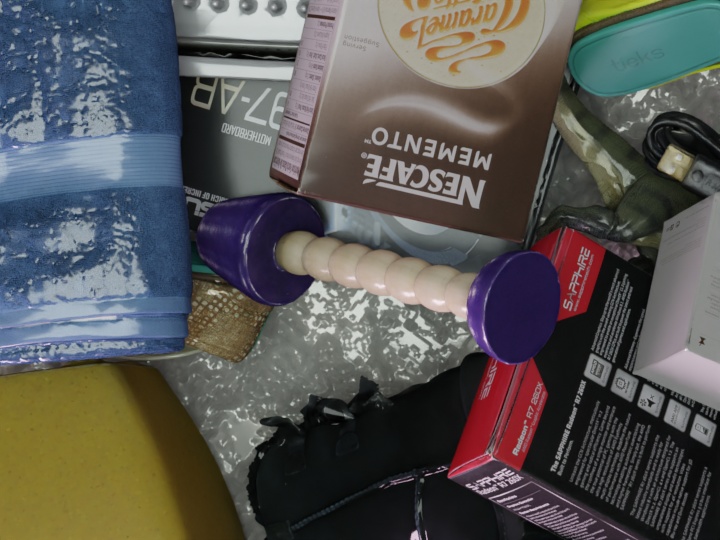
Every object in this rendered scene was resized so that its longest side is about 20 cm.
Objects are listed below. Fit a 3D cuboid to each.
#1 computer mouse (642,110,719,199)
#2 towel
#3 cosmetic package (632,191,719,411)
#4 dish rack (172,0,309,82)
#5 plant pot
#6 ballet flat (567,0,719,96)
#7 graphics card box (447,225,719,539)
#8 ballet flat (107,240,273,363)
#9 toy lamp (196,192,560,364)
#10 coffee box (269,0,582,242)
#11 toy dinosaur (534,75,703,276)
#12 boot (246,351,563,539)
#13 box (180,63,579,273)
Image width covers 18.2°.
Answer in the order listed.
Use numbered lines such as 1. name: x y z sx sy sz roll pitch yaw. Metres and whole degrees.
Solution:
1. computer mouse: 0.218 -0.104 1.093 0.110 0.044 0.200 23 68 12
2. towel: -0.138 -0.057 1.051 0.112 0.049 0.200 -5 84 5
3. cosmetic package: 0.227 0.044 1.046 0.200 0.051 0.083 24 63 -18
4. dish rack: -0.072 -0.194 1.094 0.171 0.044 0.200 4 94 4
5. plant pot: -0.154 0.148 1.107 0.194 0.196 0.200 -7 85 6
6. ballet flat: 0.187 -0.128 1.034 0.200 0.067 0.067 -8 129 30
7. graphics card box: 0.149 0.082 1.051 0.200 0.051 0.126 28 62 -15
8. ballet flat: -0.143 0.012 1.152 0.200 0.071 0.065 10 110 8
9. toy lamp: 0.000 0.000 1.047 0.200 0.058 0.058 14 98 45
10. coffee box: 0.039 -0.123 1.039 0.114 0.080 0.200 12 95 -14
11. toy dinosaur: 0.133 -0.020 1.100 0.200 0.047 0.088 42 89 -5
12. boot: 0.030 0.141 1.098 0.162 0.073 0.198 -24 73 34
13. box: 0.003 -0.078 1.139 0.200 0.044 0.160 17 95 4
